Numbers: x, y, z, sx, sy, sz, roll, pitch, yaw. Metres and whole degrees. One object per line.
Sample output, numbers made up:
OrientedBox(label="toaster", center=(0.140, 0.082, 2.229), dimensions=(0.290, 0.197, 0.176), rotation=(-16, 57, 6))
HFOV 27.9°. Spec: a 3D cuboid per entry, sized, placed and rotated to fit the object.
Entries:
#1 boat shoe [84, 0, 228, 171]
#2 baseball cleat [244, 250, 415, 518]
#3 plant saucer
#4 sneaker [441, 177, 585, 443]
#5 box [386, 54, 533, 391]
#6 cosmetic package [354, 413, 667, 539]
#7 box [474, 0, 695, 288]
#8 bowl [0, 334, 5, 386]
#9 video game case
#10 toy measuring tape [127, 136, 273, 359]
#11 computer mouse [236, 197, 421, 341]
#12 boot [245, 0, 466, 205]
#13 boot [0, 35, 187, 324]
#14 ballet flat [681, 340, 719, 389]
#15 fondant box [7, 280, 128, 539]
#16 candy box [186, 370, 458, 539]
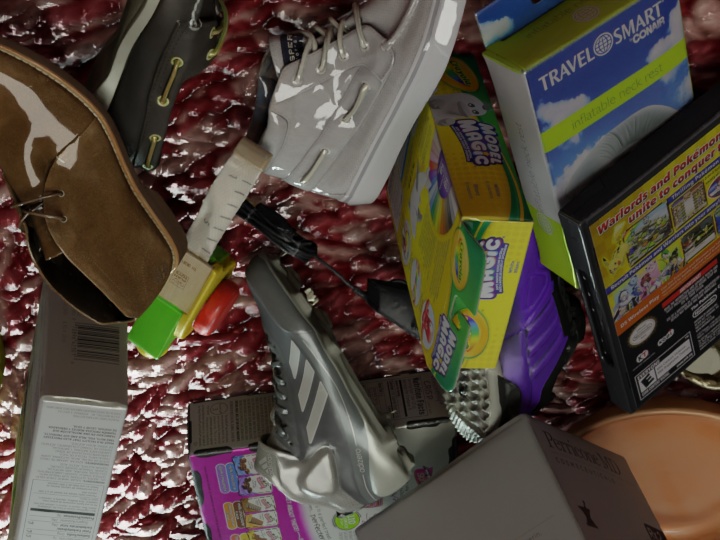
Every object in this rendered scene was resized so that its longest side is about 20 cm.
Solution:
OrientedBox(label="boat shoe", center=(-0.112, -0.139, 0.850), dimensions=(0.060, 0.072, 0.201), rotation=(19, 133, -19))
OrientedBox(label="baseball cleat", center=(-0.045, 0.088, 1.005), dimensions=(0.106, 0.070, 0.200), rotation=(-31, 103, 4))
OrientedBox(label="plant saucer", center=(0.244, 0.165, 1.155), dimensions=(0.200, 0.038, 0.200), rotation=(4, 134, 4))
OrientedBox(label="sneaker", center=(0.115, 0.021, 1.023), dimensions=(0.099, 0.070, 0.200), rotation=(-13, 123, -28))
OrientedBox(label="box", center=(0.058, -0.032, 0.877), dimensions=(0.048, 0.200, 0.118), rotation=(2, 130, -9))
OrientedBox(label="cosmetic package", center=(0.131, 0.240, 1.030), dimensions=(0.165, 0.200, 0.165), rotation=(-37, 145, 20))
OrientedBox(label="box", center=(0.150, -0.100, 0.903), dimensions=(0.122, 0.048, 0.200), rotation=(-34, 132, -15))
OrientedBox(label="bowl", center=(-0.348, 0.092, 0.989), dimensions=(0.200, 0.108, 0.200), rotation=(-3, 130, -4))
OrientedBox(label="video game case", center=(0.226, -0.027, 0.954), dimensions=(0.200, 0.025, 0.181), rotation=(-37, 133, -16))
OrientedBox(label="toy measuring tape", center=(-0.100, -0.017, 0.952), dimensions=(0.073, 0.074, 0.200), rotation=(18, 127, -21))
OrientedBox(label="computer mouse", center=(0.000, 0.000, 0.972), dimensions=(0.200, 0.059, 0.034), rotation=(33, 93, -8))
OrientedBox(label="boot", center=(-0.008, -0.128, 0.871), dimensions=(0.095, 0.074, 0.200), rotation=(13, 124, -17))
OrientedBox(label="boot", center=(-0.178, -0.050, 0.845), dimensions=(0.074, 0.076, 0.200), rotation=(-12, 128, 36))
OrientedBox(label="ballet flat", center=(0.211, 0.024, 1.033), dimensions=(0.069, 0.070, 0.200), rotation=(-37, 125, 22))
OrientedBox(label="fondant box", center=(-0.203, 0.109, 0.998), dimensions=(0.058, 0.144, 0.200), rotation=(8, 129, -16))
OrientedBox(label="candy box", center=(-0.025, 0.154, 1.115), dimensions=(0.200, 0.061, 0.137), rotation=(-7, 130, -2))
